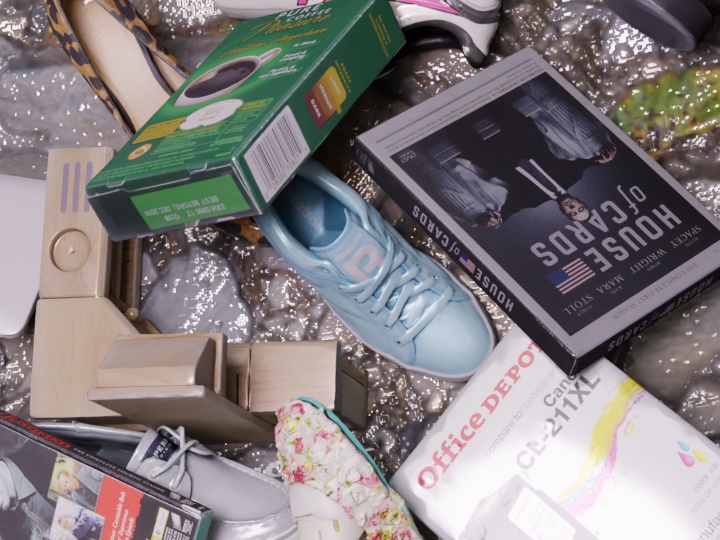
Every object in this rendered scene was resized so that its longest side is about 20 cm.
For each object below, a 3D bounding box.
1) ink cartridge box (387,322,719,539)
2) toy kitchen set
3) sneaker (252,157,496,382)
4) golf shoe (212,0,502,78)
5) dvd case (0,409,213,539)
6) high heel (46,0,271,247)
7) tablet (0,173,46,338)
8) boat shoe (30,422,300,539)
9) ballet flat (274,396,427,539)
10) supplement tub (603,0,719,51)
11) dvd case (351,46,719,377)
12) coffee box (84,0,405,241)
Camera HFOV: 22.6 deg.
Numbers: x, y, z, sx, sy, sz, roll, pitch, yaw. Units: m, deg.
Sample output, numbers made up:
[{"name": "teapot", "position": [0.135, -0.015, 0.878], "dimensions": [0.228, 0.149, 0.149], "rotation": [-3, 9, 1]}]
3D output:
[{"name": "ink cartridge box", "position": [0.136, 0.139, 1.058], "dimensions": [0.200, 0.083, 0.146], "rotation": [38, 89, 20]}, {"name": "toy kitchen set", "position": [-0.110, 0.006, 1.114], "dimensions": [0.199, 0.163, 0.182], "rotation": [-2, 76, 14]}, {"name": "sneaker", "position": [0.000, 0.000, 1.111], "dimensions": [0.200, 0.082, 0.074], "rotation": [38, 93, 2]}, {"name": "golf shoe", "position": [-0.007, -0.173, 1.176], "dimensions": [0.199, 0.073, 0.093], "rotation": [1, 78, 15]}, {"name": "dvd case", "position": [-0.192, 0.170, 1.077], "dimensions": [0.199, 0.022, 0.147], "rotation": [21, 105, 19]}, {"name": "high heel", "position": [-0.130, -0.102, 1.155], "dimensions": [0.071, 0.143, 0.200], "rotation": [-38, 71, 4]}, {"name": "tablet", "position": [-0.299, -0.023, 1.216], "dimensions": [0.199, 0.014, 0.131], "rotation": [9, 54, 11]}, {"name": "boat shoe", "position": [-0.125, 0.130, 1.087], "dimensions": [0.200, 0.072, 0.070], "rotation": [5, 38, 18]}, {"name": "ballet flat", "position": [0.005, 0.165, 1.046], "dimensions": [0.064, 0.075, 0.200], "rotation": [-45, 108, -31]}, {"name": "supplement tub", "position": [0.229, -0.237, 1.109], "dimensions": [0.107, 0.107, 0.200], "rotation": [32, 86, 20]}, {"name": "dvd case", "position": [0.113, -0.041, 1.091], "dimensions": [0.150, 0.025, 0.200], "rotation": [-29, 61, -29]}, {"name": "coffee box", "position": [-0.065, -0.097, 1.095], "dimensions": [0.122, 0.044, 0.200], "rotation": [-9, 31, 36]}]
